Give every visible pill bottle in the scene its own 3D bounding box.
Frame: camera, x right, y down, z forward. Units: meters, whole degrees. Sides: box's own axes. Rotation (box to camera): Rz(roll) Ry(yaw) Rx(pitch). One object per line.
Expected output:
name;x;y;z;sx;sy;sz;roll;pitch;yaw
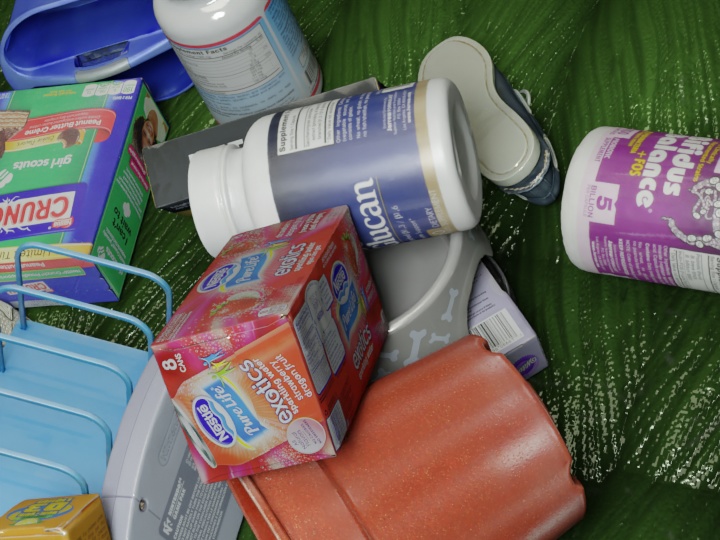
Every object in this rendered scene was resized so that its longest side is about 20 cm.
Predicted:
pill bottle;-0.019;-0.066;1.162;0.199;0.111;0.112;-11;52;15
pill bottle;0.256;-0.041;1.167;0.199;0.112;0.113;9;60;28
pill bottle;-0.113;-0.214;1.390;0.108;0.200;0.109;-11;52;14

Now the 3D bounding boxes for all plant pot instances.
plant pot;0.033;0.153;1.077;0.195;0.201;0.201;-31;49;-11

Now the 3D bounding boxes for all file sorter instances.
file sorter;-0.230;0.096;1.194;0.138;0.123;0.201;15;48;4

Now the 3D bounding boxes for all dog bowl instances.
dog bowl;0.000;0.000;1.216;0.199;0.059;0.201;-11;52;14

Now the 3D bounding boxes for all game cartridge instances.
game cartridge;-0.128;0.142;1.180;0.040;0.134;0.201;-2;54;28

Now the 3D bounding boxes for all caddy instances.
caddy;-0.235;-0.215;1.483;0.199;0.142;0.105;-14;46;13

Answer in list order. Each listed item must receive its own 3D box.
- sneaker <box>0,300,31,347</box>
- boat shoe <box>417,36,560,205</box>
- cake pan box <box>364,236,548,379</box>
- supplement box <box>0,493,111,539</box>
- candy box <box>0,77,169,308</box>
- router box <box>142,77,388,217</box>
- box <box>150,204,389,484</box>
sneaker;-0.294;0.092;1.319;0.078;0.082;0.200;-29;49;1
boat shoe;0.109;-0.125;1.320;0.075;0.062;0.200;-44;41;8
cake pan box;0.023;0.047;1.241;0.199;0.052;0.185;-33;52;-2
supplement box;-0.193;0.255;1.086;0.066;0.201;0.069;-6;16;19
candy box;-0.278;-0.068;1.434;0.168;0.077;0.201;-3;56;20
router box;-0.057;-0.094;1.307;0.199;0.157;0.053;-16;84;12
box;-0.053;0.043;1.044;0.095;0.100;0.200;-13;18;16
